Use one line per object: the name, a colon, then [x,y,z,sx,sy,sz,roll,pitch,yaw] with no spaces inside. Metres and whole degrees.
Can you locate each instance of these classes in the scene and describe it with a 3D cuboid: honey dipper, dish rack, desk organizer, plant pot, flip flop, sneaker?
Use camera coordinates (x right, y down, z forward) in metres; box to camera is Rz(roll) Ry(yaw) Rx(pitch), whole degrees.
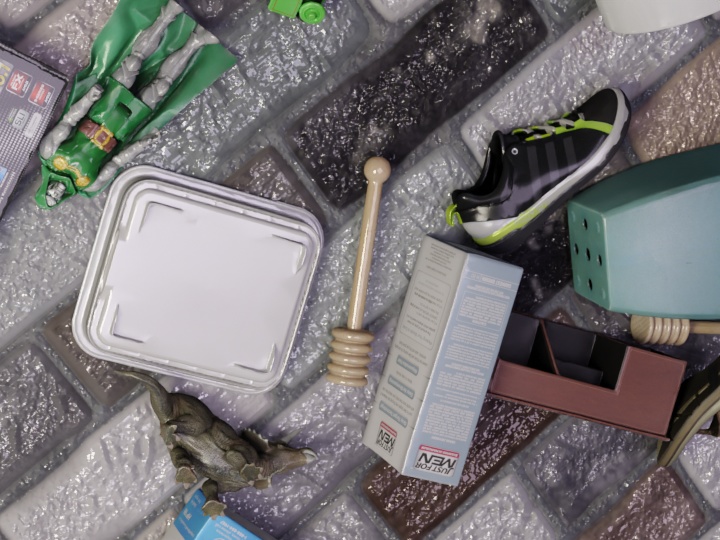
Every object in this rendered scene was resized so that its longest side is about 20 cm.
honey dipper: [0.000,0.000,1.458,0.038,0.038,0.201,5,95,-21]
honey dipper: [0.356,0.054,1.608,0.199,0.038,0.038,2,100,-23]
dish rack: [-0.133,0.014,1.414,0.199,0.044,0.173,15,95,-21]
desk organizer: [0.198,0.094,1.537,0.199,0.072,0.078,15,92,-22]
plant pot: [0.299,-0.031,1.519,0.199,0.141,0.142,-9,103,-12]
flip flop: [0.343,0.118,1.553,0.057,0.081,0.200,32,119,-8]
sneaker: [0.159,-0.103,1.484,0.200,0.072,0.083,-47,111,-7]

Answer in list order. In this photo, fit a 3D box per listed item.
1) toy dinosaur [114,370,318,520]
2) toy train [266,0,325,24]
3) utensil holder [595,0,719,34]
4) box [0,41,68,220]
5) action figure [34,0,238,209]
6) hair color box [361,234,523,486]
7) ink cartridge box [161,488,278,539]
toy dinosaur: [-0.135,0.148,1.418,0.199,0.102,0.077,29,103,-14]
toy train: [-0.025,-0.284,1.343,0.056,0.042,0.200,17,132,-12]
utensil holder: [0.256,-0.328,1.426,0.169,0.170,0.201,-28,110,-13]
box: [-0.347,-0.101,1.310,0.160,0.044,0.201,27,90,-23]
action figure: [-0.200,-0.130,1.358,0.118,0.055,0.200,38,90,-25]
hair color box: [0.071,0.078,1.471,0.060,0.099,0.201,15,95,-23]
ink cartridge box: [-0.150,0.309,1.450,0.116,0.068,0.200,37,86,-22]
